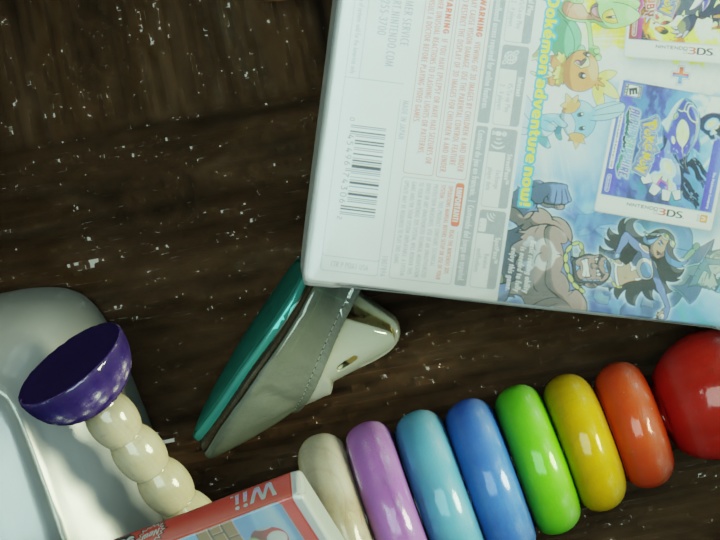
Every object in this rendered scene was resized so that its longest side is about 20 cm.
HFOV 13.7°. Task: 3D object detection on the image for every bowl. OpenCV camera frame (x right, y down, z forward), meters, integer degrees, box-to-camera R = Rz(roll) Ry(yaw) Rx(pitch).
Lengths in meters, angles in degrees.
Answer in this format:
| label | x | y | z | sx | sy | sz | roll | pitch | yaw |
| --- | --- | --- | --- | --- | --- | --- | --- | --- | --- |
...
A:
| label | x | y | z | sx | sy | sz | roll | pitch | yaw |
| --- | --- | --- | --- | --- | --- | --- | --- | --- | --- |
| bowl | -0.179 | 0.122 | 1.264 | 0.199 | 0.075 | 0.201 | -17 | 93 | 7 |

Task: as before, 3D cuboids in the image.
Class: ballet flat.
| label | x | y | z | sx | sy | sz | roll | pitch | yaw |
| --- | --- | --- | --- | --- | --- | --- | --- | --- | --- |
| ballet flat | 0.000 | 0.000 | 1.245 | 0.064 | 0.067 | 0.201 | 27 | 96 | -7 |

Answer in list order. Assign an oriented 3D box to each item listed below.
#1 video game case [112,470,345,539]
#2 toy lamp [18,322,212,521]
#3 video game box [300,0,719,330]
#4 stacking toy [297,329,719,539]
| label | x | y | z | sx | sy | sz | roll | pitch | yaw |
| --- | --- | --- | --- | --- | --- | --- | --- | --- | --- |
| video game case | -0.086 | 0.164 | 1.210 | 0.199 | 0.017 | 0.143 | -21 | 128 | 11 |
| toy lamp | -0.061 | 0.111 | 1.236 | 0.058 | 0.058 | 0.200 | -32 | 112 | 6 |
| video game box | 0.077 | -0.085 | 1.174 | 0.181 | 0.047 | 0.201 | 7 | 100 | -4 |
| stacking toy | 0.079 | 0.079 | 1.238 | 0.199 | 0.085 | 0.086 | -19 | 91 | 1 |
